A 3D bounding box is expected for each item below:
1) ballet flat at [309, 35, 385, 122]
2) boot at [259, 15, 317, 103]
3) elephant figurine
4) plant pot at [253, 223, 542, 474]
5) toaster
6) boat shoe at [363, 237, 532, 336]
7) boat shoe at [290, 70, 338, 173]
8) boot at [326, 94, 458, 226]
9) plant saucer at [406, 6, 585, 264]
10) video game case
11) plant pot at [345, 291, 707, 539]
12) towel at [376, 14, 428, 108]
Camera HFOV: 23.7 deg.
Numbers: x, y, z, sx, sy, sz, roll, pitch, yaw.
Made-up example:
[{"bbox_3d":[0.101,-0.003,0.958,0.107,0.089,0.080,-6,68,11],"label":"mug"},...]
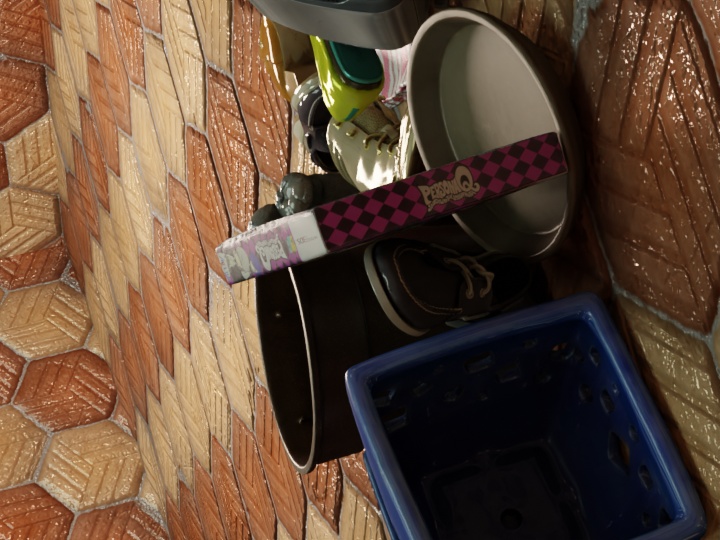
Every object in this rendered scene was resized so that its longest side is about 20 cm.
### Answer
[{"bbox_3d":[-0.024,-0.211,1.475,0.067,0.067,0.201,115,150,-50],"label":"ballet flat"},{"bbox_3d":[-0.081,-0.266,1.751,0.144,0.071,0.202,-150,47,-71],"label":"boot"},{"bbox_3d":[0.000,0.000,1.614,0.200,0.155,0.141,36,-179,27],"label":"elephant figurine"},{"bbox_3d":[0.031,0.050,1.378,0.200,0.198,0.201,172,90,-76],"label":"plant pot"},{"bbox_3d":[-0.028,-0.249,1.366,0.129,0.199,0.114,48,-122,-72],"label":"toaster"},{"bbox_3d":[0.065,0.003,1.208,0.200,0.063,0.073,9,-122,-65],"label":"boat shoe"},{"bbox_3d":[-0.026,-0.146,1.664,0.065,0.072,0.200,58,168,9],"label":"boat shoe"},{"bbox_3d":[0.032,-0.111,1.464,0.156,0.073,0.200,52,158,35],"label":"boot"},{"bbox_3d":[0.102,-0.102,1.274,0.200,0.029,0.201,41,144,40],"label":"plant saucer"},{"bbox_3d":[0.019,-0.043,1.220,0.181,0.199,0.036,-17,92,63],"label":"video game case"},{"bbox_3d":[0.110,0.159,1.244,0.180,0.199,0.200,93,158,-62],"label":"plant pot"},{"bbox_3d":[0.017,-0.222,1.530,0.200,0.030,0.147,161,96,-74],"label":"towel"}]
